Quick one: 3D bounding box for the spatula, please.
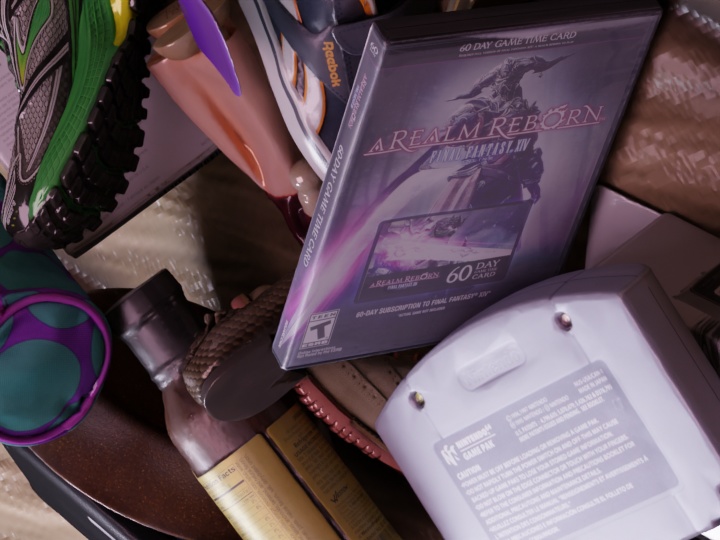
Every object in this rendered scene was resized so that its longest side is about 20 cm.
[{"bbox_3d":[-0.081,-0.154,1.418,0.201,0.020,0.057,-103,-4,-48],"label":"spatula"}]

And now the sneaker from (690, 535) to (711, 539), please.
[{"bbox_3d":[0.165,0.162,1.420,0.199,0.074,0.079,21,160,35],"label":"sneaker"}]

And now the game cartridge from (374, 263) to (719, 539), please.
[{"bbox_3d":[0.093,0.075,1.369,0.133,0.041,0.200,55,141,-4],"label":"game cartridge"}]

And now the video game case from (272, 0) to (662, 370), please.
[{"bbox_3d":[0.046,-0.039,1.352,0.019,0.142,0.201,59,146,36],"label":"video game case"}]

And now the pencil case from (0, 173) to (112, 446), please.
[{"bbox_3d":[-0.194,0.002,1.506,0.093,0.085,0.200,55,176,-40],"label":"pencil case"}]

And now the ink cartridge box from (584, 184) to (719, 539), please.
[{"bbox_3d":[0.164,0.056,1.365,0.199,0.067,0.116,28,135,31],"label":"ink cartridge box"}]

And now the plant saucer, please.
[{"bbox_3d":[-0.095,0.066,1.558,0.200,0.200,0.037,38,119,20],"label":"plant saucer"}]

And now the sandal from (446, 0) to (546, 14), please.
[{"bbox_3d":[0.066,-0.165,1.302,0.054,0.080,0.201,45,142,37],"label":"sandal"}]

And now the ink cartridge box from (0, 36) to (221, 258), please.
[{"bbox_3d":[-0.164,-0.118,1.545,0.200,0.109,0.050,54,177,1],"label":"ink cartridge box"}]

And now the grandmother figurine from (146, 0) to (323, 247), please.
[{"bbox_3d":[-0.034,-0.047,1.485,0.060,0.121,0.200,-30,109,10],"label":"grandmother figurine"}]

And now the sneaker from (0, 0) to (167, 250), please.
[{"bbox_3d":[-0.148,-0.104,1.480,0.085,0.201,0.078,5,158,12],"label":"sneaker"}]

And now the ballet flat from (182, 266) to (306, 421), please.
[{"bbox_3d":[0.000,0.000,1.421,0.046,0.199,0.067,57,-178,39],"label":"ballet flat"}]

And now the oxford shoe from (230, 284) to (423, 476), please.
[{"bbox_3d":[0.024,0.064,1.484,0.200,0.074,0.071,40,180,-11],"label":"oxford shoe"}]

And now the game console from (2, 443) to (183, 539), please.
[{"bbox_3d":[-0.074,0.123,1.576,0.200,0.116,0.176,37,166,20],"label":"game console"}]

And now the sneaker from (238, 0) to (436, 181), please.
[{"bbox_3d":[-0.001,-0.112,1.406,0.079,0.078,0.201,-13,114,40],"label":"sneaker"}]

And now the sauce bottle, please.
[{"bbox_3d":[-0.050,0.089,1.468,0.200,0.065,0.065,54,142,-1],"label":"sauce bottle"}]
